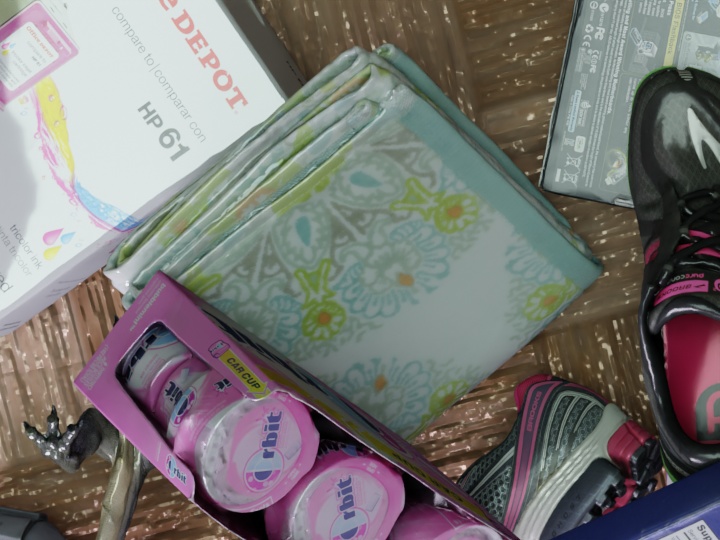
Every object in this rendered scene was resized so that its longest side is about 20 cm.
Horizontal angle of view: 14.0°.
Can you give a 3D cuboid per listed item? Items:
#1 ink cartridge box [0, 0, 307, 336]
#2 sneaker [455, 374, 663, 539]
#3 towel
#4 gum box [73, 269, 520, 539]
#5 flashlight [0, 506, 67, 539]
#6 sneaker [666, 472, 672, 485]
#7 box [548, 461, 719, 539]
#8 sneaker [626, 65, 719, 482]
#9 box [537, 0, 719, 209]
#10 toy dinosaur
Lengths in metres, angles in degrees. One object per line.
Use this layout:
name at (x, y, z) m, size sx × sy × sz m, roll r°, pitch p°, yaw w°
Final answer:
ink cartridge box at (-0.142, -0.082, 1.414) m, size 0.200 × 0.085 × 0.145 m, roll -36°, pitch 87°, yaw 7°
sneaker at (0.062, 0.144, 1.404) m, size 0.075 × 0.081 × 0.200 m, roll 37°, pitch 92°, yaw 24°
towel at (0.000, 0.000, 1.363) m, size 0.171 × 0.200 × 0.048 m, roll -39°, pitch 42°, yaw 10°
gum box at (-0.027, 0.087, 1.304) m, size 0.066 × 0.200 × 0.113 m, roll -53°, pitch 41°, yaw 1°
flashlight at (-0.101, 0.154, 1.432) m, size 0.199 × 0.068 × 0.068 m, roll 10°, pitch 58°, yaw 13°
sneaker at (0.212, 0.131, 1.389) m, size 0.099 × 0.075 × 0.201 m, roll -27°, pitch 88°, yaw -10°
box at (0.187, 0.132, 1.294) m, size 0.199 × 0.032 × 0.121 m, roll -27°, pitch 121°, yaw 25°
sneaker at (0.160, 0.003, 1.320) m, size 0.076 × 0.084 × 0.201 m, roll -8°, pitch 80°, yaw 8°
box at (0.181, -0.120, 1.382) m, size 0.160 × 0.049 × 0.201 m, roll 11°, pitch 94°, yaw 9°
toy dinosaur at (-0.112, 0.072, 1.384) m, size 0.047 × 0.088 × 0.201 m, roll 13°, pitch 67°, yaw 26°
